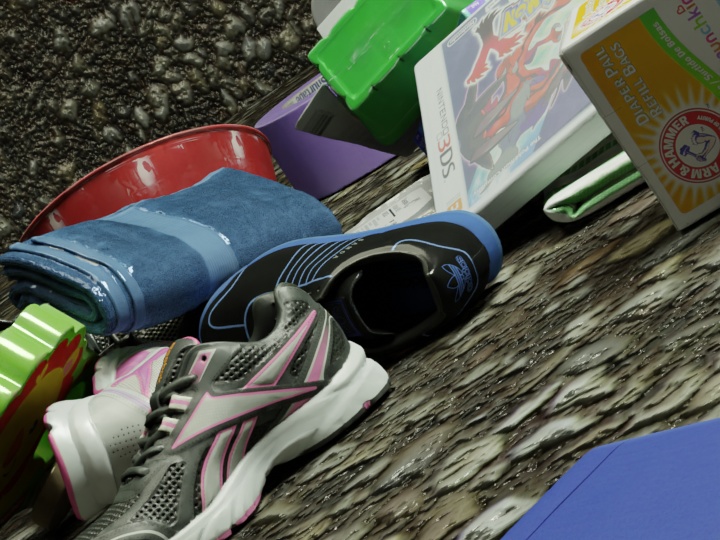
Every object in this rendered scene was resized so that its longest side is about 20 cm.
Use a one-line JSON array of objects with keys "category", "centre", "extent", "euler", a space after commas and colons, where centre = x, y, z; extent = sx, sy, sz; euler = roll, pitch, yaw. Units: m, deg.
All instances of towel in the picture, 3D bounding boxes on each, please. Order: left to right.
[{"category": "towel", "centre": [-0.112, -0.013, 1.335], "extent": [0.111, 0.049, 0.199], "euler": [17, 25, 40]}, {"category": "towel", "centre": [0.170, -0.087, 1.291], "extent": [0.152, 0.023, 0.200], "euler": [-33, 9, 11]}]

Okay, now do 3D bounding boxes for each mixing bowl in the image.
[{"category": "mixing bowl", "centre": [-0.128, -0.001, 1.518], "extent": [0.199, 0.109, 0.200], "euler": [-26, -19, -10]}]

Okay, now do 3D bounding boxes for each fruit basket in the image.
[{"category": "fruit basket", "centre": [0.049, -0.167, 1.653], "extent": [0.185, 0.094, 0.200], "euler": [-47, -17, 17]}]

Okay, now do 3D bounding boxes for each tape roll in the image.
[{"category": "tape roll", "centre": [0.007, -0.152, 1.997], "extent": [0.199, 0.085, 0.200], "euler": [-32, 10, 6]}]

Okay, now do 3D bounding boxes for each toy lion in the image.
[{"category": "toy lion", "centre": [-0.200, 0.095, 1.241], "extent": [0.192, 0.068, 0.200], "euler": [-64, -7, 28]}]

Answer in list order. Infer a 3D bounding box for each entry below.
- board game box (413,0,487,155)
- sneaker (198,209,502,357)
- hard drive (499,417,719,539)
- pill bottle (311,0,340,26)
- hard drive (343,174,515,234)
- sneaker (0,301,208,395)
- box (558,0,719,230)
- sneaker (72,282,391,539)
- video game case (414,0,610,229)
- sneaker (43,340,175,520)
[{"category": "board game box", "centre": [0.121, -0.163, 1.569], "extent": [0.152, 0.045, 0.200], "euler": [-38, -13, -20]}, {"category": "sneaker", "centre": [-0.019, 0.019, 1.222], "extent": [0.199, 0.070, 0.078], "euler": [-20, 10, 30]}, {"category": "hard drive", "centre": [0.103, 0.082, 0.651], "extent": [0.132, 0.025, 0.200], "euler": [-40, 11, -34]}, {"category": "pill bottle", "centre": [0.011, -0.408, 3.195], "extent": [0.113, 0.114, 0.200], "euler": [-29, 11, 28]}, {"category": "hard drive", "centre": [0.000, 0.000, 1.395], "extent": [0.199, 0.038, 0.140], "euler": [-33, 10, 1]}, {"category": "sneaker", "centre": [-0.177, 0.053, 1.405], "extent": [0.199, 0.114, 0.076], "euler": [-39, 45, 21]}, {"category": "box", "centre": [0.209, -0.125, 1.070], "extent": [0.199, 0.113, 0.101], "euler": [-32, 11, 17]}, {"category": "sneaker", "centre": [-0.082, 0.081, 1.110], "extent": [0.200, 0.087, 0.080], "euler": [-41, 10, -33]}, {"category": "video game case", "centre": [0.113, -0.127, 1.304], "extent": [0.200, 0.023, 0.183], "euler": [-40, 32, 25]}, {"category": "sneaker", "centre": [-0.106, 0.083, 1.237], "extent": [0.088, 0.082, 0.200], "euler": [-17, 10, 11]}]
